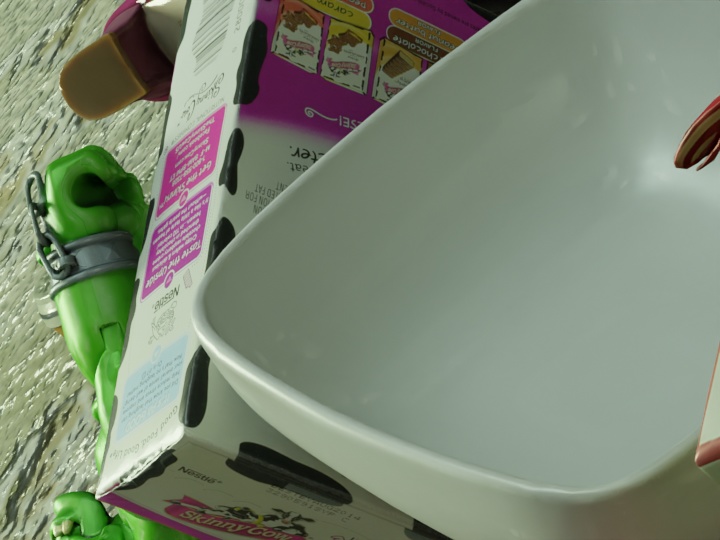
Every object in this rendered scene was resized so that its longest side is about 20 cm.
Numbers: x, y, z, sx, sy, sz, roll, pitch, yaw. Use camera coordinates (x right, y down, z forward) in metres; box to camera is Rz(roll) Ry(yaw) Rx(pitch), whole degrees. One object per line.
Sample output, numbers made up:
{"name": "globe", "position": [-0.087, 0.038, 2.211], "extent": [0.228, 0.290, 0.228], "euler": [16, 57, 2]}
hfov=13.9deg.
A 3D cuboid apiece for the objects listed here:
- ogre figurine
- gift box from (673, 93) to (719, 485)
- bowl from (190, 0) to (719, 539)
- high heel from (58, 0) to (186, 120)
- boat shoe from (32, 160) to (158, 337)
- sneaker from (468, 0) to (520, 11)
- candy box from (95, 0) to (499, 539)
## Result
{"name": "ogre figurine", "position": [-0.060, 0.057, 1.009], "extent": [0.200, 0.098, 0.120], "euler": [96, 165, -50]}
{"name": "gift box", "position": [0.186, -0.005, 0.601], "extent": [0.184, 0.187, 0.200], "euler": [-32, 30, 41]}
{"name": "bowl", "position": [0.074, 0.006, 0.845], "extent": [0.200, 0.075, 0.200], "euler": [-40, 39, -23]}
{"name": "high heel", "position": [-0.034, -0.123, 1.240], "extent": [0.199, 0.068, 0.096], "euler": [-18, 13, 32]}
{"name": "boat shoe", "position": [-0.047, -0.031, 1.224], "extent": [0.200, 0.062, 0.075], "euler": [-44, 16, -17]}
{"name": "sneaker", "position": [0.019, -0.146, 1.112], "extent": [0.081, 0.199, 0.075], "euler": [77, -148, -64]}
{"name": "candy box", "position": [0.000, 0.000, 0.958], "extent": [0.061, 0.136, 0.201], "euler": [-37, 37, 48]}
